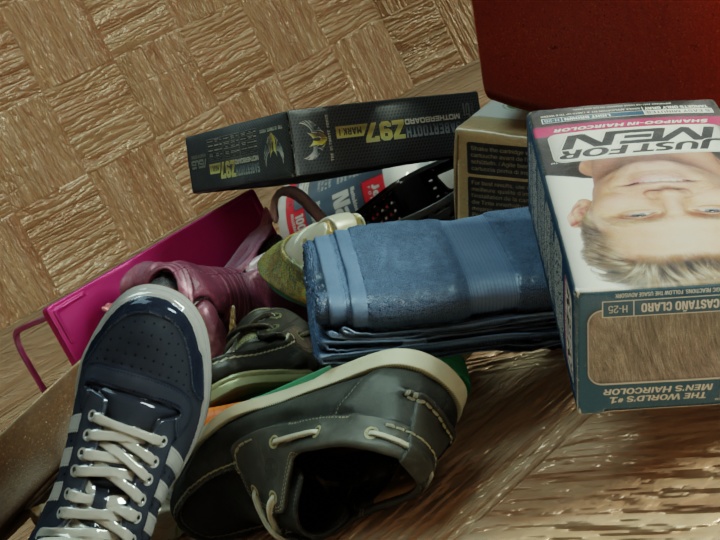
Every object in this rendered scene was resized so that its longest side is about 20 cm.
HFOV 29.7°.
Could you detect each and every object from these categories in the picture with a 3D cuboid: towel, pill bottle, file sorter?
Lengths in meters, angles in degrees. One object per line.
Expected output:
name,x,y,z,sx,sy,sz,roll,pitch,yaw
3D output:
towel,0.070,0.006,0.715,0.199,0.049,0.112,-7,26,-3
pill bottle,0.034,-0.064,1.233,0.200,0.120,0.120,-22,11,35
file sorter,-0.156,0.050,1.096,0.200,0.139,0.125,-33,9,-32

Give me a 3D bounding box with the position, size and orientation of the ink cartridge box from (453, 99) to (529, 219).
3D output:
ink cartridge box,0.172,-0.083,0.904,0.164,0.075,0.200,7,25,24

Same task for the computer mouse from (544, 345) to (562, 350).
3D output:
computer mouse,0.068,0.015,0.848,0.044,0.110,0.200,11,-24,-36

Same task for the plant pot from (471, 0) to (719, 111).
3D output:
plant pot,0.167,-0.193,0.834,0.176,0.200,0.200,-1,23,22

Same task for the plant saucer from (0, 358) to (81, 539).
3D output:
plant saucer,-0.204,0.122,0.838,0.200,0.037,0.200,-46,-1,-1

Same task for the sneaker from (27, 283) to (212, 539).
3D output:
sneaker,-0.128,0.111,0.666,0.109,0.070,0.201,-78,8,-74

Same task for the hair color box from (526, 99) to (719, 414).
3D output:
hair color box,0.134,-0.015,0.620,0.100,0.061,0.200,-4,27,3

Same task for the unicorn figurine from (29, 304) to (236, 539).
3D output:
unicorn figurine,-0.127,0.127,0.848,0.137,0.074,0.200,-25,26,13

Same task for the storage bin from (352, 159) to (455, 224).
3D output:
storage bin,0.062,-0.020,1.000,0.135,0.094,0.200,-22,10,33

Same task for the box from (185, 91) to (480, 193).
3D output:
box,-0.025,-0.095,1.028,0.157,0.051,0.200,-9,3,-28

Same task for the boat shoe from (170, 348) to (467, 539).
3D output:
boat shoe,-0.034,0.103,0.684,0.200,0.072,0.068,-28,35,39

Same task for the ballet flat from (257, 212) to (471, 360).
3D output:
ballet flat,0.000,0.000,0.844,0.071,0.071,0.200,-31,35,-22

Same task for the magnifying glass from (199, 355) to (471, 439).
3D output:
magnifying glass,-0.039,0.076,0.739,0.199,0.022,0.080,-12,-31,-3

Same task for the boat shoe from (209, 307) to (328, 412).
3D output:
boat shoe,-0.056,0.056,0.836,0.072,0.066,0.201,-27,-11,17

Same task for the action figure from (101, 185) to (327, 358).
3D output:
action figure,-0.096,0.025,0.963,0.149,0.134,0.200,-55,-25,16
